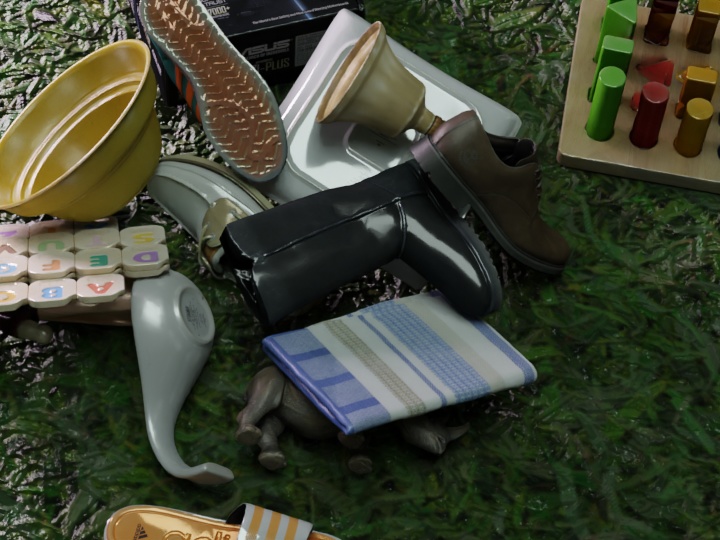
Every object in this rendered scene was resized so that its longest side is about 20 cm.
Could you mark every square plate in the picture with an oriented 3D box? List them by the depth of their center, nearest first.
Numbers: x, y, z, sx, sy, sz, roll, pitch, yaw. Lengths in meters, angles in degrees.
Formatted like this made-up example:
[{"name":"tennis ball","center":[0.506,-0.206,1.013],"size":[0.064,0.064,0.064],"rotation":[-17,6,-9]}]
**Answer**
[{"name":"square plate","center":[0.021,-0.115,1.812],"size":[0.199,0.028,0.199],"rotation":[32,70,1]}]

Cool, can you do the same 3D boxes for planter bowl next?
[{"name":"planter bowl","center":[-0.237,-0.105,1.777],"size":[0.200,0.083,0.201],"rotation":[-32,31,22]}]

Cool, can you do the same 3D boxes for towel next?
[{"name":"towel","center":[0.033,0.076,1.682],"size":[0.199,0.024,0.147],"rotation":[-14,38,-32]}]

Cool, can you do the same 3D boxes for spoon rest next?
[{"name":"spoon rest","center":[-0.154,0.089,1.682],"size":[0.060,0.099,0.201],"rotation":[-25,60,25]}]

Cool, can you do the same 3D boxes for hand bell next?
[{"name":"hand bell","center":[0.070,-0.123,1.777],"size":[0.199,0.104,0.105],"rotation":[32,56,-13]}]

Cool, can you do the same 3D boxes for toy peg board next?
[{"name":"toy peg board","center":[0.300,-0.189,1.886],"size":[0.198,0.098,0.201],"rotation":[10,56,3]}]

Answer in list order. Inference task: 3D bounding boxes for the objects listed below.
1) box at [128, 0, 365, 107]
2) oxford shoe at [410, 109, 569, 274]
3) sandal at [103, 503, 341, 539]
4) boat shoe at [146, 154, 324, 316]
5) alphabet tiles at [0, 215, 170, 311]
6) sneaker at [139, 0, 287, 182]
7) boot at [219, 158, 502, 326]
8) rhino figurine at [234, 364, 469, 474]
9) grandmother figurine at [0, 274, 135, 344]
[{"name":"box","center":[-0.114,-0.262,1.914],"size":[0.199,0.086,0.164],"rotation":[-13,58,-12]},{"name":"oxford shoe","center":[0.134,-0.066,1.742],"size":[0.084,0.200,0.073],"rotation":[-39,40,10]},{"name":"sandal","center":[-0.107,0.223,1.603],"size":[0.205,0.059,0.080],"rotation":[10,56,3]},{"name":"boat shoe","center":[-0.113,-0.032,1.766],"size":[0.199,0.075,0.068],"rotation":[30,54,15]},{"name":"alphabet tiles","center":[-0.264,-0.011,1.712],"size":[0.199,0.015,0.196],"rotation":[-5,22,-6]},{"name":"sneaker","center":[-0.125,-0.166,1.781],"size":[0.071,0.080,0.201],"rotation":[-31,87,-1]},{"name":"boot","center":[-0.001,-0.001,1.705],"size":[0.199,0.066,0.165],"rotation":[-20,62,-28]},{"name":"rhino figurine","center":[-0.006,0.121,1.679],"size":[0.199,0.060,0.088],"rotation":[4,45,-5]},{"name":"grandmother figurine","center":[-0.278,0.024,1.732],"size":[0.198,0.061,0.121],"rotation":[-3,29,-2]}]
